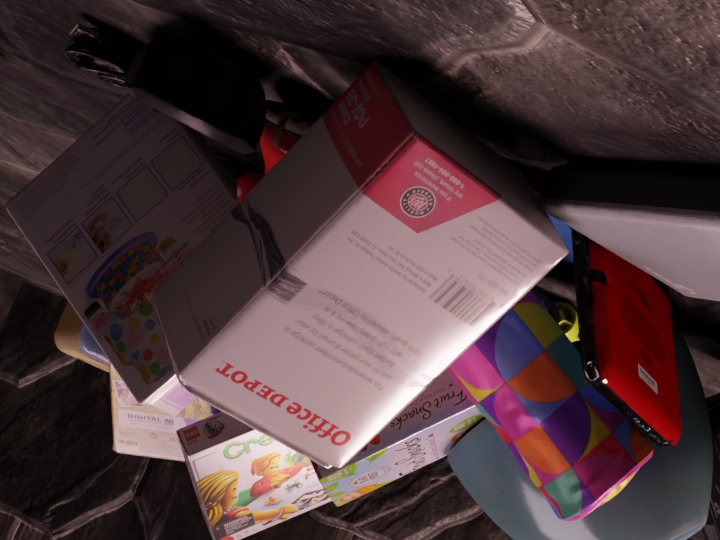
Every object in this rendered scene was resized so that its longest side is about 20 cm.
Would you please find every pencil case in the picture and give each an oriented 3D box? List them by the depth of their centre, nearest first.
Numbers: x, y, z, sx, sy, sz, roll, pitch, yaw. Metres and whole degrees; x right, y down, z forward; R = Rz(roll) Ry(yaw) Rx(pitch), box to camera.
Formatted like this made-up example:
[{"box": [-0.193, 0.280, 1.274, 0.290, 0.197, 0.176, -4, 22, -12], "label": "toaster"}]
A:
[{"box": [0.108, 0.070, 1.223, 0.201, 0.088, 0.088, 53, 173, 5], "label": "pencil case"}]

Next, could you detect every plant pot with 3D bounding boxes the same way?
[{"box": [0.181, 0.151, 1.351, 0.136, 0.199, 0.200, 62, -178, 15], "label": "plant pot"}]

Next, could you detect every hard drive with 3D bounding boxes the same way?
[{"box": [0.210, -0.015, 1.016, 0.139, 0.033, 0.199, 28, 171, -30], "label": "hard drive"}]

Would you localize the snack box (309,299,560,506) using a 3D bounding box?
[{"box": [0.057, 0.100, 1.335, 0.142, 0.198, 0.053, 72, 173, -73], "label": "snack box"}]

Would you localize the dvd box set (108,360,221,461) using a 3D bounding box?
[{"box": [-0.132, 0.079, 1.481, 0.145, 0.030, 0.201, 6, 132, 3], "label": "dvd box set"}]

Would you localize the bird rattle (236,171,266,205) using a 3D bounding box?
[{"box": [-0.034, 0.008, 1.223, 0.112, 0.202, 0.162, 32, -141, 31], "label": "bird rattle"}]

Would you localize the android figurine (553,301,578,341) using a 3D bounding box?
[{"box": [0.112, 0.035, 1.568, 0.181, 0.041, 0.200, 18, 167, 29], "label": "android figurine"}]

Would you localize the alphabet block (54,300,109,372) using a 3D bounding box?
[{"box": [-0.145, 0.017, 1.632, 0.194, 0.198, 0.200, 27, 171, -14], "label": "alphabet block"}]

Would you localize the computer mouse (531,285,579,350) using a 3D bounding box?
[{"box": [0.121, 0.019, 1.415, 0.199, 0.044, 0.110, 29, 157, -1], "label": "computer mouse"}]

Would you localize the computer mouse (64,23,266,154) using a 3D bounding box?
[{"box": [-0.112, -0.123, 1.182, 0.138, 0.053, 0.200, 28, -178, -20], "label": "computer mouse"}]

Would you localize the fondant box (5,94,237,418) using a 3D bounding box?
[{"box": [-0.146, -0.017, 1.328, 0.200, 0.144, 0.058, 52, -175, 25], "label": "fondant box"}]

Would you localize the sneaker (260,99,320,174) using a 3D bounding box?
[{"box": [-0.037, -0.057, 1.246, 0.076, 0.086, 0.200, 21, 172, 8], "label": "sneaker"}]

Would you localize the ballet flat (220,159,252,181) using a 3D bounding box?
[{"box": [-0.067, -0.029, 1.513, 0.199, 0.068, 0.075, 36, 175, -12], "label": "ballet flat"}]

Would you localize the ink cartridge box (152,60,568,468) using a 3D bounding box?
[{"box": [-0.003, 0.002, 1.065, 0.146, 0.200, 0.083, 33, -160, -38], "label": "ink cartridge box"}]

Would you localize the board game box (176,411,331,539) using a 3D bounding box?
[{"box": [-0.042, 0.142, 1.496, 0.127, 0.198, 0.035, 78, 166, -46], "label": "board game box"}]

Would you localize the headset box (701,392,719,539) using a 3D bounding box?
[{"box": [0.325, 0.175, 1.379, 0.092, 0.176, 0.200, -19, 177, -10], "label": "headset box"}]

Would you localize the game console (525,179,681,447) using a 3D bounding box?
[{"box": [0.127, 0.019, 1.195, 0.117, 0.174, 0.200, -10, 159, 21], "label": "game console"}]

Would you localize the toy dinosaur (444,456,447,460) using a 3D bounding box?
[{"box": [0.080, 0.077, 1.518, 0.200, 0.085, 0.137, -126, 14, -65], "label": "toy dinosaur"}]
